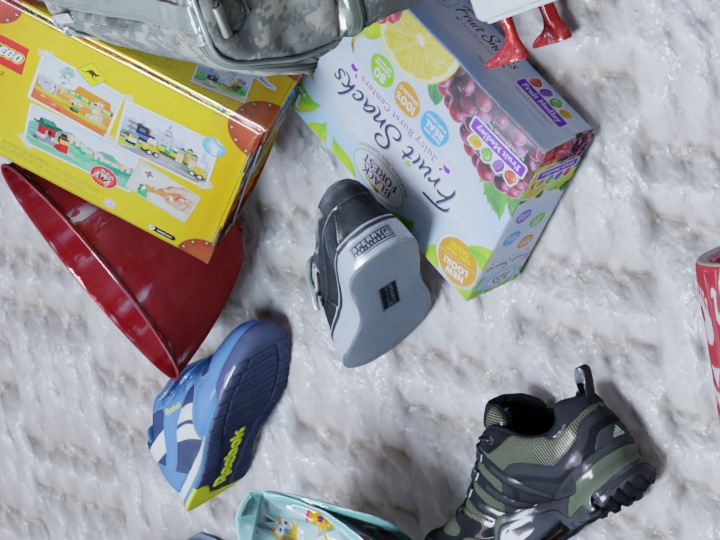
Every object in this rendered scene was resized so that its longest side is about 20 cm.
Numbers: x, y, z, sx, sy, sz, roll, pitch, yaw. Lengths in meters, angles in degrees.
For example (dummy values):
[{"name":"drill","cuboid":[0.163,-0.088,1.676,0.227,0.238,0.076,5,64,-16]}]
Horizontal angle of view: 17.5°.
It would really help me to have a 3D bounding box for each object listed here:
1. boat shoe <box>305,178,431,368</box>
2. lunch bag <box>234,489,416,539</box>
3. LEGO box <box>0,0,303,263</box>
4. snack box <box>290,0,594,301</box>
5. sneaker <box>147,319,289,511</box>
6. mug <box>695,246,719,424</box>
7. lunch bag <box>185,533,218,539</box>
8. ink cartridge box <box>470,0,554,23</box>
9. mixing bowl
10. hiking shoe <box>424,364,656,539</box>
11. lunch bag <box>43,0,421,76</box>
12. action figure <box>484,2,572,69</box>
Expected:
[{"name":"boat shoe","cuboid":[-0.002,0.001,1.545,0.068,0.073,0.199,56,173,21]},{"name":"lunch bag","cuboid":[0.002,0.234,1.608,0.200,0.122,0.170,50,-177,19]},{"name":"LEGO box","cuboid":[-0.155,-0.116,1.550,0.199,0.077,0.149,28,140,0]},{"name":"snack box","cuboid":[0.044,-0.101,1.490,0.200,0.053,0.142,49,140,22]},{"name":"sneaker","cuboid":[-0.115,0.097,1.763,0.082,0.074,0.200,50,138,22]},{"name":"mug","cuboid":[0.276,0.075,1.286,0.133,0.177,0.201,-129,25,-83]},{"name":"lunch bag","cuboid":[-0.121,0.302,1.797,0.200,0.169,0.128,12,116,45]},{"name":"ink cartridge box","cuboid":[0.105,-0.256,1.316,0.146,0.083,0.201,-13,98,51]},{"name":"mixing bowl","cuboid":[-0.156,-0.031,1.686,0.200,0.108,0.200,47,169,12]},{"name":"hiking shoe","cuboid":[0.107,0.133,1.536,0.200,0.076,0.101,-34,74,43]},{"name":"lunch bag","cuboid":[-0.085,-0.192,1.407,0.200,0.167,0.140,19,132,50]},{"name":"action figure","cuboid":[0.048,-0.220,1.416,0.099,0.065,0.201,-9,103,52]}]
